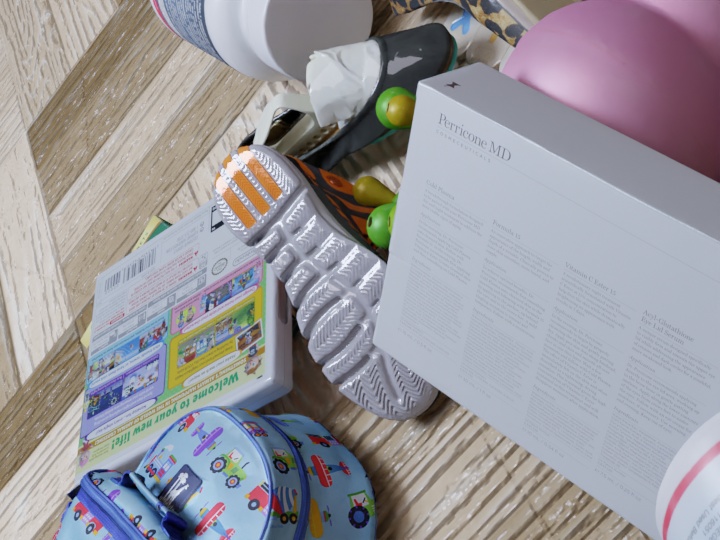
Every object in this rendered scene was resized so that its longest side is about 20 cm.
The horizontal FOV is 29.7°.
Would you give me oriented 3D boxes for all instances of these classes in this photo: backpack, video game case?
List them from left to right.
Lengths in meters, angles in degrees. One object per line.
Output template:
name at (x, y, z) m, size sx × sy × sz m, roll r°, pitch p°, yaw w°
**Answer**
video game case at (-0.122, 0.040, 0.941) m, size 0.200 × 0.022 × 0.183 m, roll -30°, pitch 46°, yaw 32°
backpack at (-0.093, 0.170, 0.802) m, size 0.200 × 0.134 × 0.182 m, roll -56°, pitch 37°, yaw 2°

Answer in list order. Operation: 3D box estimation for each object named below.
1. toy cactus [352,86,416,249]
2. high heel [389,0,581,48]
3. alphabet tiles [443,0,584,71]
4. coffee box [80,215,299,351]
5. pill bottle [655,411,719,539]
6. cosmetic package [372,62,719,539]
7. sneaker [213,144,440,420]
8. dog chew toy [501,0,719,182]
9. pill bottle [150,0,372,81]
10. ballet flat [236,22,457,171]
toy cactus at (0.082, -0.052, 0.793) m, size 0.165 × 0.102 × 0.200 m, roll -32°, pitch 39°, yaw 6°
high heel at (0.078, -0.167, 0.887) m, size 0.200 × 0.071 × 0.143 m, roll 63°, pitch 154°, yaw 27°
alphabet tiles at (0.125, -0.219, 0.896) m, size 0.196 × 0.015 × 0.200 m, roll -59°, pitch 36°, yaw 3°
coffee box at (-0.131, 0.046, 1.003) m, size 0.123 × 0.044 × 0.200 m, roll -59°, pitch 36°, yaw 4°
pill bottle at (0.194, 0.143, 0.493) m, size 0.109 × 0.109 × 0.200 m, roll -45°, pitch 39°, yaw 21°
cosmetic package at (0.101, 0.014, 0.626) m, size 0.200 × 0.052 × 0.151 m, roll 34°, pitch 131°, yaw 32°
sneaker at (0.000, 0.000, 0.852) m, size 0.078 × 0.112 × 0.200 m, roll -39°, pitch 75°, yaw 22°
dog chew toy at (0.160, -0.111, 0.697) m, size 0.200 × 0.125 × 0.124 m, roll -47°, pitch 34°, yaw -12°
pill bottle at (-0.077, -0.211, 1.046) m, size 0.120 × 0.119 × 0.200 m, roll -58°, pitch 36°, yaw 4°
ballet flat at (-0.019, -0.109, 0.927) m, size 0.200 × 0.068 × 0.068 m, roll -37°, pitch 47°, yaw 43°
